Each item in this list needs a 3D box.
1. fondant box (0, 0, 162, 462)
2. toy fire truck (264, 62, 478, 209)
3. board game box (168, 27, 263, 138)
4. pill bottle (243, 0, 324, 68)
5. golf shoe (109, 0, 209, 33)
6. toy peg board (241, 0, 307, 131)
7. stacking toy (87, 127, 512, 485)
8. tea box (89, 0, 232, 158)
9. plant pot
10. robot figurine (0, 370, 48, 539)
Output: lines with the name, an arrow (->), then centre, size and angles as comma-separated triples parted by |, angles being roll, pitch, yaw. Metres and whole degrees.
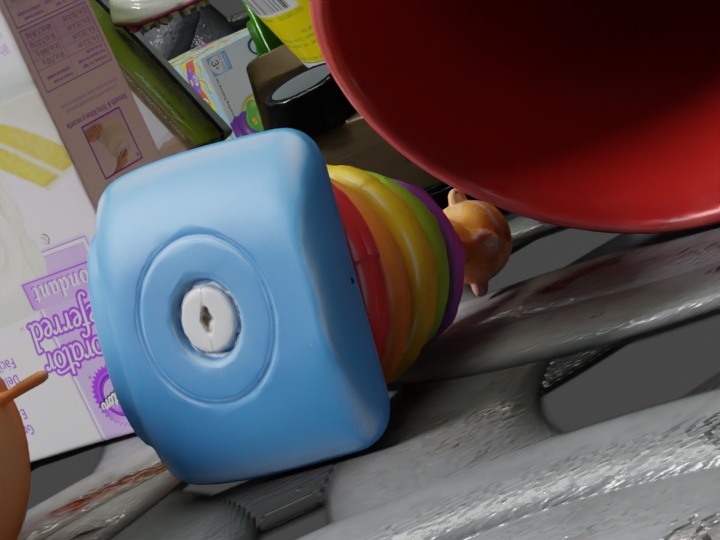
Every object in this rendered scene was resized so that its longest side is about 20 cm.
fondant box -> -0.153, -0.020, 0.957 | 0.144, 0.201, 0.058 | -18, 13, 35
toy fire truck -> 0.068, -0.093, 1.126 | 0.175, 0.129, 0.200 | -20, 20, 25
board game box -> -0.116, -0.140, 1.840 | 0.103, 0.105, 0.200 | -30, 10, -27
pill bottle -> 0.011, -0.152, 1.243 | 0.109, 0.200, 0.110 | -35, 27, 21
golf shoe -> -0.072, -0.220, 1.305 | 0.199, 0.092, 0.075 | -27, 6, -7
toy peg board -> 0.012, -0.163, 1.416 | 0.198, 0.098, 0.200 | -26, -17, -4
stacking toy -> 0.000, 0.000, 0.823 | 0.109, 0.117, 0.200 | -15, 2, 35
tea box -> -0.201, -0.059, 1.320 | 0.200, 0.134, 0.197 | -43, 2, 9
plant pot -> 0.100, -0.142, 0.826 | 0.200, 0.200, 0.178 | -17, 40, 39
robot figurine -> -0.203, 0.082, 0.792 | 0.199, 0.117, 0.143 | -18, -24, 35
